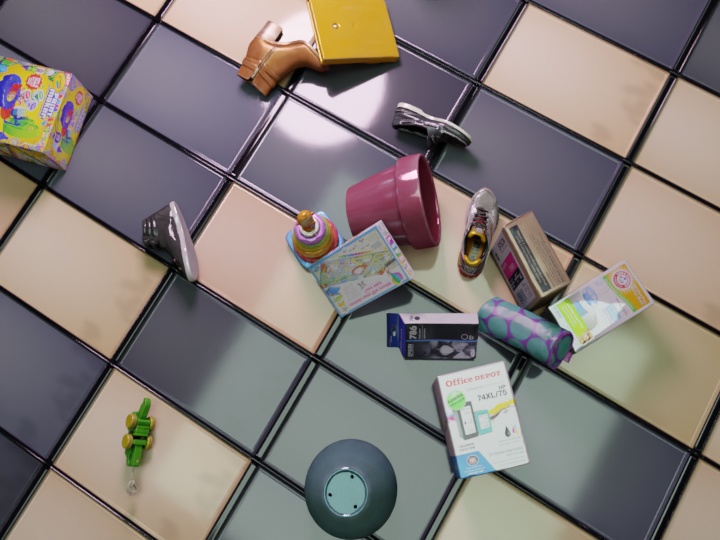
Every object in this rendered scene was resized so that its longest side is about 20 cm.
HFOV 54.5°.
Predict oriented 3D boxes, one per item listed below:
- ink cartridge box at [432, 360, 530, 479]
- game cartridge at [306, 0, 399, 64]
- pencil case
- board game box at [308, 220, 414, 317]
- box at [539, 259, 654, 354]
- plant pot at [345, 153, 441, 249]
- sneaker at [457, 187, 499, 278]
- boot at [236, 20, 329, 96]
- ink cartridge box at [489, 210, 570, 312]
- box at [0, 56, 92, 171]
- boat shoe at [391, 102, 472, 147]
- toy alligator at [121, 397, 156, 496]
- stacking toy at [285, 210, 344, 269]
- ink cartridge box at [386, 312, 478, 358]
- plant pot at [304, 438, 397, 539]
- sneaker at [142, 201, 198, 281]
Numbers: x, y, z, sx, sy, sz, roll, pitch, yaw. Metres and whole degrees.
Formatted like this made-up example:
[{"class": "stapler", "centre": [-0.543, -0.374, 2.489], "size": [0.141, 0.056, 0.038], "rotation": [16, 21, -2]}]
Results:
[{"class": "ink cartridge box", "centre": [0.241, 0.304, 1.425], "size": [0.144, 0.146, 0.204], "rotation": [-13, 76, 0]}, {"class": "game cartridge", "centre": [-0.018, -0.578, 1.677], "size": [0.196, 0.032, 0.180], "rotation": [-7, 75, -22]}, {"class": "pencil case", "centre": [0.340, 0.126, 1.454], "size": [0.199, 0.093, 0.086], "rotation": [28, 77, 42]}, {"class": "board game box", "centre": [0.000, 0.000, 1.495], "size": [0.198, 0.034, 0.136], "rotation": [-29, 98, 30]}, {"class": "box", "centre": [0.497, 0.081, 1.483], "size": [0.198, 0.101, 0.114], "rotation": [-30, 77, -4]}, {"class": "plant pot", "centre": [0.069, -0.137, 1.528], "size": [0.176, 0.200, 0.204], "rotation": [-10, 76, 18]}, {"class": "sneaker", "centre": [0.267, -0.088, 1.548], "size": [0.076, 0.082, 0.204], "rotation": [10, 77, 6]}, {"class": "boot", "centre": [-0.187, -0.485, 1.684], "size": [0.198, 0.074, 0.156], "rotation": [32, 88, 9]}, {"class": "ink cartridge box", "centre": [0.349, -0.009, 1.463], "size": [0.074, 0.200, 0.167], "rotation": [-26, 76, -4]}, {"class": "box", "centre": [-0.776, -0.370, 1.663], "size": [0.189, 0.122, 0.204], "rotation": [14, 78, 6]}, {"class": "boat shoe", "centre": [0.160, -0.318, 1.614], "size": [0.197, 0.075, 0.067], "rotation": [28, 82, 10]}, {"class": "toy alligator", "centre": [-0.487, 0.376, 1.507], "size": [0.054, 0.059, 0.204], "rotation": [-5, 73, 46]}, {"class": "stacking toy", "centre": [-0.106, -0.087, 1.511], "size": [0.115, 0.200, 0.111], "rotation": [-33, 77, -5]}, {"class": "ink cartridge box", "centre": [0.152, 0.140, 1.497], "size": [0.196, 0.101, 0.039], "rotation": [0, 35, 5]}, {"class": "plant pot", "centre": [-0.024, 0.445, 1.416], "size": [0.196, 0.135, 0.204], "rotation": [-1, 76, 4]}, {"class": "sneaker", "centre": [-0.437, -0.051, 1.595], "size": [0.098, 0.071, 0.203], "rotation": [-22, 71, 0]}]
